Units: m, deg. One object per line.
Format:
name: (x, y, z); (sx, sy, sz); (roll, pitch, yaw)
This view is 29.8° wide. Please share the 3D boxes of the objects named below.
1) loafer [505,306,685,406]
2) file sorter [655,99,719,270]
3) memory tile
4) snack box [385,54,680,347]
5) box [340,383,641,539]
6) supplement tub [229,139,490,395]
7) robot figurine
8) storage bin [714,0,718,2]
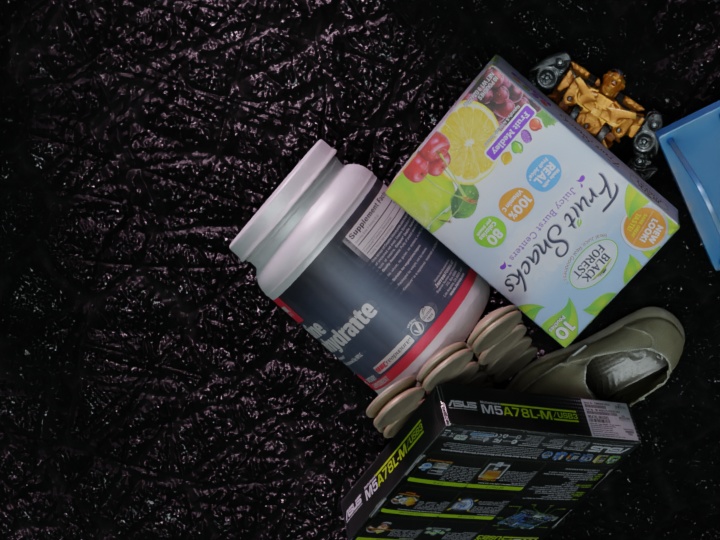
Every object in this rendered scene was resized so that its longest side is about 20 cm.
loafer: (0.199, 0.104, 1.205); (0.199, 0.068, 0.076); (-38, 99, 18)
file sorter: (0.363, -0.075, 1.070); (0.199, 0.123, 0.139); (-26, 116, 9)
memory tile: (0.081, 0.094, 1.150); (0.153, 0.200, 0.017); (-38, 72, 1)
snack box: (0.141, -0.056, 1.109); (0.200, 0.053, 0.142); (40, 111, -3)
box: (0.111, 0.176, 1.174); (0.198, 0.048, 0.194); (8, 140, -26)
supplement tub: (0.000, 0.000, 1.166); (0.200, 0.140, 0.140); (41, 109, -6)
robot figurine: (0.164, -0.088, 1.155); (0.144, 0.058, 0.201); (32, 110, -3)
storage bin: (0.257, -0.319, 1.023); (0.093, 0.135, 0.201); (-29, 101, 17)
